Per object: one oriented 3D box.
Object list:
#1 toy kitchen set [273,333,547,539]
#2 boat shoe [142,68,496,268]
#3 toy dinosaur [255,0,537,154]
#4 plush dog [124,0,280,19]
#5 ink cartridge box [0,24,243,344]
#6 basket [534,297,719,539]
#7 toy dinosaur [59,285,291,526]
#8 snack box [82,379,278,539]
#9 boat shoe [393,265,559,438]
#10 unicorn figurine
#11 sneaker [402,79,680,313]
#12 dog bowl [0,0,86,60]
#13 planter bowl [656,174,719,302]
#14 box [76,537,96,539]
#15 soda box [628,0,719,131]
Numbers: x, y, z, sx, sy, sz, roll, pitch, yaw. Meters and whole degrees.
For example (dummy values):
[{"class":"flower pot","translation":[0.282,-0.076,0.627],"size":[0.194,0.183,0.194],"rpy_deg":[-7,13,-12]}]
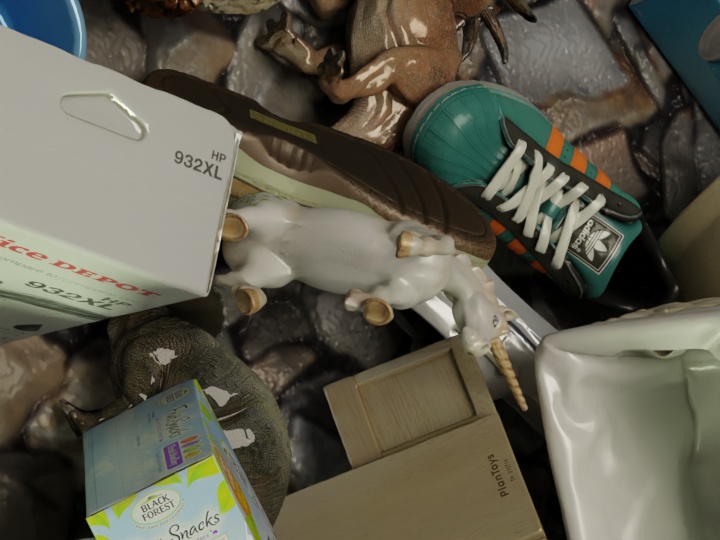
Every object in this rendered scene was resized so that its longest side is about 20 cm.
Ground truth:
[{"class":"toy kitchen set","translation":[0.024,0.179,1.538],"size":[0.163,0.181,0.201],"rpy_deg":[-21,59,1]},{"class":"boat shoe","translation":[-0.032,-0.032,1.509],"size":[0.199,0.076,0.072],"rpy_deg":[24,23,-10]},{"class":"toy dinosaur","translation":[0.028,-0.122,1.578],"size":[0.135,0.086,0.201],"rpy_deg":[28,72,-38]},{"class":"plush dog","translation":[-0.070,-0.212,1.472],"size":[0.200,0.160,0.173],"rpy_deg":[-22,102,-38]},{"class":"ink cartridge box","translation":[-0.171,-0.032,1.333],"size":[0.145,0.200,0.084],"rpy_deg":[21,70,-33]},{"class":"basket","translation":[0.188,0.110,1.536],"size":[0.123,0.135,0.201],"rpy_deg":[-23,102,-57]},{"class":"toy dinosaur","translation":[-0.079,0.075,1.440],"size":[0.102,0.077,0.200],"rpy_deg":[-33,82,-9]},{"class":"snack box","translation":[-0.053,0.163,1.335],"size":[0.067,0.169,0.201],"rpy_deg":[-27,101,-1]},{"class":"boat shoe","translation":[0.053,0.036,1.583],"size":[0.200,0.074,0.067],"rpy_deg":[48,72,-10]},{"class":"unicorn figurine","translation":[0.000,0.000,1.430],"size":[0.199,0.137,0.074],"rpy_deg":[26,98,5]},{"class":"sneaker","translation":[0.104,-0.035,1.585],"size":[0.200,0.080,0.071],"rpy_deg":[32,96,-45]},{"class":"dog bowl","translation":[-0.216,-0.126,1.410],"size":[0.200,0.049,0.112],"rpy_deg":[24,69,-31]},{"class":"planter bowl","translation":[0.247,0.003,1.668],"size":[0.200,0.200,0.135],"rpy_deg":[-32,74,-36]},{"class":"box","translation":[-0.141,0.235,1.355],"size":[0.109,0.128,0.201],"rpy_deg":[-35,104,-36]},{"class":"soda box","translation":[0.248,-0.105,1.745],"size":[0.200,0.068,0.064],"rpy_deg":[51,56,-19]}]
